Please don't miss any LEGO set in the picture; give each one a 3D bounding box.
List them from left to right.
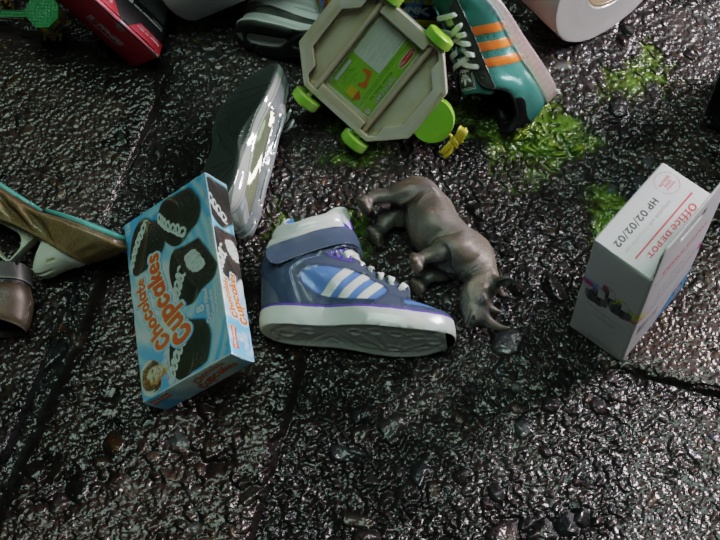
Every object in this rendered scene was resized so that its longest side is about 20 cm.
[{"bbox_3d":[-0.409,-0.325,1.466,0.197,0.116,0.156,-8,89,-1],"label":"LEGO set"}]

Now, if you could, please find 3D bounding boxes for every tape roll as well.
[{"bbox_3d":[0.265,-0.350,1.417,0.201,0.203,0.071,-34,64,-19],"label":"tape roll"}]

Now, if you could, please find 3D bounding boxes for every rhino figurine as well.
[{"bbox_3d":[0.086,-0.016,1.300,0.087,0.060,0.200,-31,67,-20],"label":"rhino figurine"}]

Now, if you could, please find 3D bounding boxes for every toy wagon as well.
[{"bbox_3d":[0.029,-0.197,1.366,0.199,0.040,0.155,40,109,-5],"label":"toy wagon"}]

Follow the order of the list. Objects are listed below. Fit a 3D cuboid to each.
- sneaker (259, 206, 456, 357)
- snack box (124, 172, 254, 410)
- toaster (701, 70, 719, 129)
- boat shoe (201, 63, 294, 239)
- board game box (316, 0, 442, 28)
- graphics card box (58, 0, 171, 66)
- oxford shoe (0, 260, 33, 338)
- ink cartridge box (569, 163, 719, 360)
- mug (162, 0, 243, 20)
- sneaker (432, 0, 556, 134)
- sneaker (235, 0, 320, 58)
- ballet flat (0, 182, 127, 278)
[{"bbox_3d":[0.000,0.000,1.276,0.197,0.081,0.148,3,63,7],"label":"sneaker"},{"bbox_3d":[-0.168,0.020,1.253,0.115,0.037,0.202,-29,56,27],"label":"snack box"},{"bbox_3d":[0.475,-0.208,1.347,0.198,0.182,0.119,25,61,14],"label":"toaster"},{"bbox_3d":[-0.114,-0.129,1.365,0.074,0.065,0.204,-15,48,35],"label":"boat shoe"},{"bbox_3d":[0.041,-0.343,1.449,0.197,0.057,0.167,0,48,-18],"label":"board game box"},{"bbox_3d":[-0.258,-0.345,1.448,0.050,0.125,0.202,-12,54,34],"label":"graphics card box"},{"bbox_3d":[-0.415,0.047,1.249,0.197,0.073,0.085,-9,63,-5],"label":"oxford shoe"},{"bbox_3d":[0.268,-0.016,1.221,0.068,0.201,0.115,36,65,19],"label":"ink cartridge box"},{"bbox_3d":[-0.145,-0.363,1.401,0.151,0.186,0.152,-6,83,26],"label":"mug"},{"bbox_3d":[0.125,-0.231,1.372,0.080,0.071,0.200,-48,111,-15],"label":"sneaker"},{"bbox_3d":[-0.030,-0.287,1.446,0.198,0.076,0.116,15,62,11],"label":"sneaker"},{"bbox_3d":[-0.329,-0.036,1.308,0.198,0.068,0.073,24,83,13],"label":"ballet flat"}]
